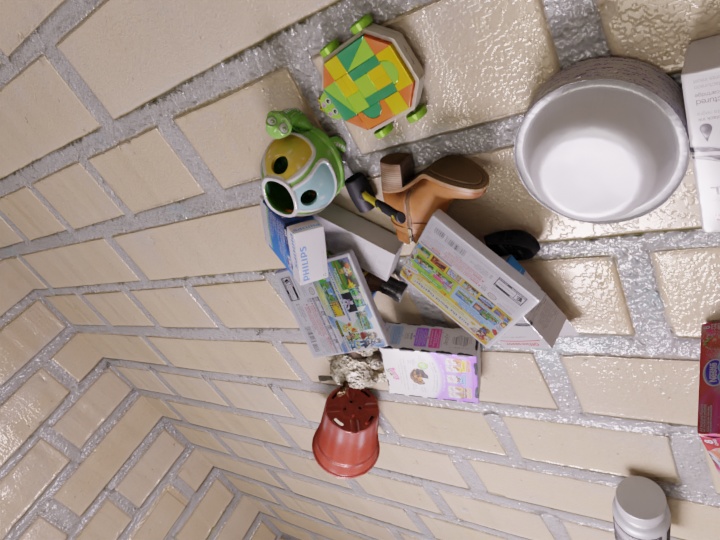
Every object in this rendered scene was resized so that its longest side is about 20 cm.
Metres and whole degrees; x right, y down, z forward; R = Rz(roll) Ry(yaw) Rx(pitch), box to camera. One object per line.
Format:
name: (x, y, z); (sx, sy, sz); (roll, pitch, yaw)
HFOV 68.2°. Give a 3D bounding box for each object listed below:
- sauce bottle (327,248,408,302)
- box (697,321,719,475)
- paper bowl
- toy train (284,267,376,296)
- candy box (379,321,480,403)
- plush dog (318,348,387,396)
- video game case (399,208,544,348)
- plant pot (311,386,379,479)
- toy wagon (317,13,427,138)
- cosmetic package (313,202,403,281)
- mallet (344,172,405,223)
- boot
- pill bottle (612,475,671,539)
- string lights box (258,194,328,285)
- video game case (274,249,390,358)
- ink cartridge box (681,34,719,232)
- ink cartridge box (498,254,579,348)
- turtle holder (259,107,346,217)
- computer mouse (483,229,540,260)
sauce bottle: (0.000, 0.000, 1.063); (0.198, 0.065, 0.065); (26, 143, 8)
box: (0.528, 0.170, 0.724); (0.095, 0.201, 0.100); (-16, 121, 44)
paper bowl: (0.288, -0.142, 0.649); (0.199, 0.105, 0.202); (20, 140, 18)
toy train: (-0.064, 0.038, 1.108); (0.199, 0.114, 0.087); (30, 124, 8)
candy box: (0.151, 0.195, 1.119); (0.198, 0.072, 0.169); (3, 135, 17)
plush dog: (-0.010, 0.180, 1.222); (0.198, 0.160, 0.174); (17, 113, 20)
video game case: (0.166, 0.019, 0.847); (0.200, 0.023, 0.182); (40, 149, 10)
plant pot: (-0.031, 0.434, 1.473); (0.199, 0.201, 0.197); (23, 134, 15)
toy wagon: (0.002, -0.268, 0.784); (0.199, 0.040, 0.156); (-14, 121, 46)
cosmetic package: (-0.019, -0.064, 1.016); (0.199, 0.051, 0.083); (28, 141, 10)
mallet: (0.030, -0.102, 0.865); (0.066, 0.041, 0.200); (61, 173, -34)
boot: (0.118, -0.097, 0.842); (0.198, 0.077, 0.157); (13, 133, 35)
pill bottle: (0.604, 0.538, 1.145); (0.112, 0.113, 0.201); (5, 134, 33)
string lights box: (-0.128, -0.066, 0.990); (0.200, 0.058, 0.104); (44, 144, 52)
video game case: (-0.055, 0.071, 1.039); (0.181, 0.022, 0.202); (-14, 108, 30)
ink cartridge box: (0.429, -0.145, 0.551); (0.145, 0.085, 0.201); (-3, 129, 40)
ink cartridge box: (0.264, 0.071, 0.910); (0.200, 0.068, 0.116); (44, 156, -16)
turtle holder: (-0.099, -0.172, 0.890); (0.140, 0.132, 0.186); (33, 144, 3)
computer mouse: (0.203, -0.047, 0.885); (0.198, 0.034, 0.059); (5, 157, 40)
